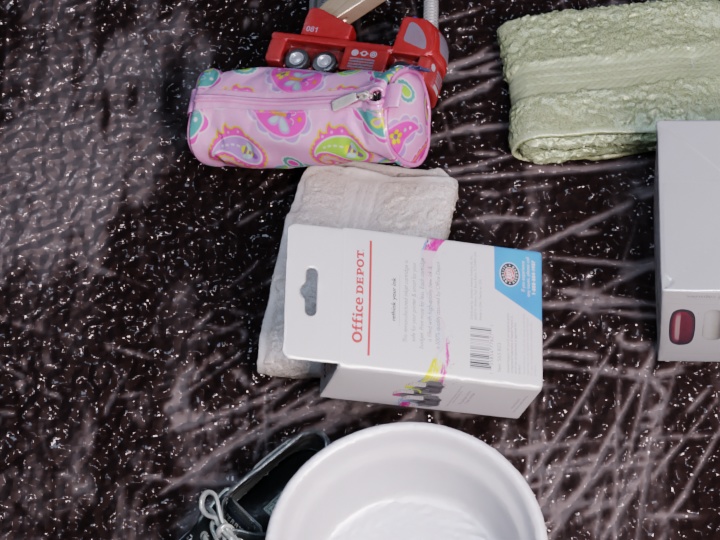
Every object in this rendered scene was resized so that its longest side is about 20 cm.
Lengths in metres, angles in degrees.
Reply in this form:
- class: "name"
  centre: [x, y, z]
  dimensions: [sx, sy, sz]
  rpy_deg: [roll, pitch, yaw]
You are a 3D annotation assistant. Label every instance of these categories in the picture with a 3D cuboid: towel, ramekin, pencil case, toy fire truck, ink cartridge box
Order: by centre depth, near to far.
- class: "ramekin"
  centre: [0.035, 0.219, 1.560]
  dimensions: [0.200, 0.098, 0.201]
  rpy_deg: [-2, 61, 4]
- class: "ink cartridge box"
  centre: [0.033, 0.038, 1.643]
  dimensions: [0.199, 0.068, 0.116]
  rpy_deg: [8, 64, -12]
- class: "towel"
  centre: [0.000, 0.000, 1.726]
  dimensions: [0.132, 0.035, 0.201]
  rpy_deg: [6, 61, 10]
- class: "pencil case"
  centre: [-0.041, -0.124, 1.744]
  dimensions: [0.199, 0.087, 0.088]
  rpy_deg: [2, 58, 29]
- class: "towel"
  centre: [0.216, -0.160, 1.797]
  dimensions: [0.199, 0.037, 0.149]
  rpy_deg: [-6, 59, 2]
- class: "toy fire truck"
  centre: [-0.014, -0.212, 1.818]
  dimensions: [0.199, 0.049, 0.141]
  rpy_deg: [9, 64, 19]

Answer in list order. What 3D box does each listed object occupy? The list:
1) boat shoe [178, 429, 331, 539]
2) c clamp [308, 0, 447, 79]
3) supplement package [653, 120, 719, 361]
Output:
- class: "boat shoe"
  centre: [-0.091, 0.196, 1.601]
  dimensions: [0.199, 0.068, 0.074]
  rpy_deg: [-38, 63, -16]
- class: "c clamp"
  centre: [0.037, -0.225, 1.856]
  dimensions: [0.170, 0.027, 0.201]
  rpy_deg: [3, 61, 8]
- class: "supplement package"
  centre: [0.326, -0.021, 1.662]
  dimensions: [0.199, 0.111, 0.156]
  rpy_deg: [0, 59, 6]
